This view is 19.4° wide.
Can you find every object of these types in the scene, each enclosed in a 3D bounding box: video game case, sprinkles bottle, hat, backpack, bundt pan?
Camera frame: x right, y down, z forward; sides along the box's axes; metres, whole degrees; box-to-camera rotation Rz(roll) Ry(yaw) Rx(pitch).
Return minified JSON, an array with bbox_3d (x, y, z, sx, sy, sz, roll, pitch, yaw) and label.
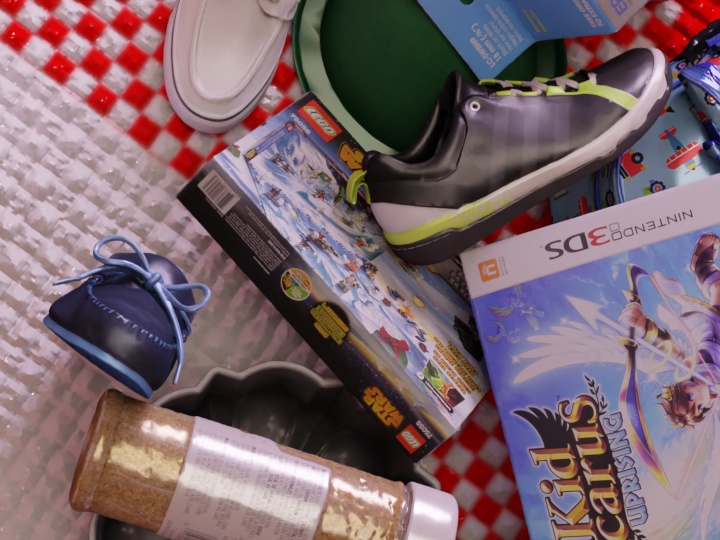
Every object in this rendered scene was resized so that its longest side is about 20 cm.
[{"bbox_3d":[0.164,0.061,1.143,0.180,0.045,0.201,-17,73,12],"label":"video game case"},{"bbox_3d":[-0.051,0.123,1.111,0.199,0.068,0.069,18,77,-8],"label":"sprinkles bottle"},{"bbox_3d":[0.048,-0.158,1.202,0.200,0.176,0.166,41,76,-1],"label":"hat"},{"bbox_3d":[0.222,-0.050,1.245,0.199,0.135,0.183,-30,88,-14],"label":"backpack"},{"bbox_3d":[-0.055,0.155,1.178,0.201,0.076,0.203,2,79,-11],"label":"bundt pan"}]

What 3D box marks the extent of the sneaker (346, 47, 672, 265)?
[{"bbox_3d":[0.084,-0.082,1.177,0.200,0.072,0.083,-34,107,-10],"label":"sneaker"}]

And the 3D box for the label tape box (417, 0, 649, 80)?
[{"bbox_3d":[0.116,-0.210,1.166,0.200,0.063,0.144,-44,121,-3],"label":"label tape box"}]

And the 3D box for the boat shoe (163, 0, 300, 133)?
[{"bbox_3d":[-0.061,-0.180,1.243,0.072,0.066,0.201,25,76,-5],"label":"boat shoe"}]

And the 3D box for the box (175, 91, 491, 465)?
[{"bbox_3d":[0.000,0.000,1.196,0.200,0.040,0.137,49,31,0],"label":"box"}]

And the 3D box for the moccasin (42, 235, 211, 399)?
[{"bbox_3d":[-0.126,0.017,1.122,0.080,0.200,0.068,38,88,-11],"label":"moccasin"}]

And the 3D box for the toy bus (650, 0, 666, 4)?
[{"bbox_3d":[0.150,-0.253,1.270,0.199,0.136,0.193,-18,97,-22],"label":"toy bus"}]
